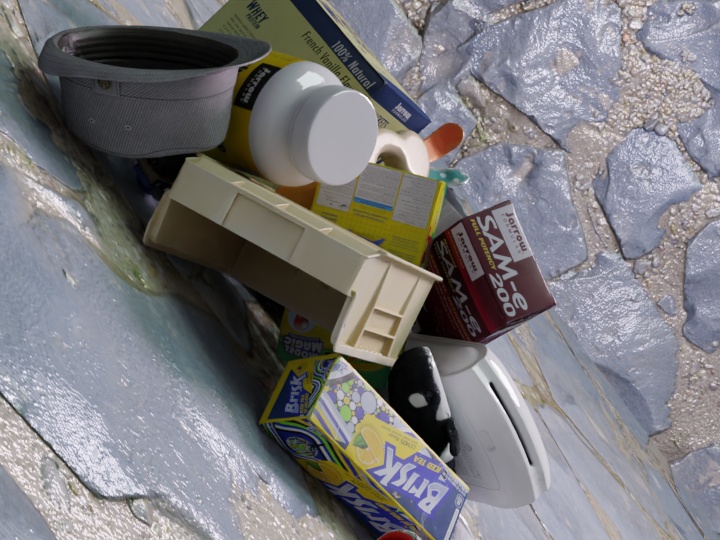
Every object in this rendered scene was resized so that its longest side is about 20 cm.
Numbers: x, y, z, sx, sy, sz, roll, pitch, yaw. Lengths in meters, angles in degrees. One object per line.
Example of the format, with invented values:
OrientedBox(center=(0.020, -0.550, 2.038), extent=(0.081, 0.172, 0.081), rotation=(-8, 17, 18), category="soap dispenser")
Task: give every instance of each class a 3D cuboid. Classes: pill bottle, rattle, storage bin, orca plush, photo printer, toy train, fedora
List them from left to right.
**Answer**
OrientedBox(center=(-0.177, -0.149, 1.579), extent=(0.177, 0.199, 0.091), rotation=(-60, 154, -68), category="fedora")
OrientedBox(center=(-0.164, -0.082, 1.725), extent=(0.034, 0.046, 0.200), rotation=(58, 10, 15), category="toy train")
OrientedBox(center=(-0.082, -0.139, 1.656), extent=(0.200, 0.113, 0.112), rotation=(20, -16, 43), category="pill bottle")
OrientedBox(center=(-0.056, -0.007, 1.608), extent=(0.200, 0.094, 0.198), rotation=(29, 2, 20), category="storage bin")
OrientedBox(center=(0.009, -0.082, 1.862), extent=(0.130, 0.143, 0.200), rotation=(51, 36, -11), category="rattle")
OrientedBox(center=(0.041, 0.140, 1.669), extent=(0.200, 0.071, 0.105), rotation=(83, -15, -68), category="orca plush")
OrientedBox(center=(0.092, 0.142, 1.772), extent=(0.200, 0.069, 0.167), rotation=(4, -54, 58), category="photo printer")

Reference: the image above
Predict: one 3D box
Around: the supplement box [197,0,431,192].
OrientedBox(center=(-0.077, -0.171, 1.902), extent=(0.200, 0.200, 0.134), rotation=(51, 9, 24), category="supplement box")

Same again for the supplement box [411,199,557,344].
OrientedBox(center=(0.103, 0.017, 1.770), extent=(0.109, 0.061, 0.200), rotation=(66, -24, 7), category="supplement box")

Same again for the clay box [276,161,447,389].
OrientedBox(center=(0.000, 0.000, 1.725), extent=(0.115, 0.201, 0.048), rotation=(16, 3, 10), category="clay box")

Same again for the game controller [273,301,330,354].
OrientedBox(center=(-0.059, 0.040, 1.849), extent=(0.200, 0.042, 0.104), rotation=(51, -3, -20), category="game controller")

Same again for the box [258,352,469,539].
OrientedBox(center=(0.006, 0.160, 1.583), extent=(0.200, 0.064, 0.070), rotation=(47, 52, -31), category="box")

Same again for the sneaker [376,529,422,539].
OrientedBox(center=(0.059, 0.290, 1.485), extent=(0.108, 0.067, 0.202), rotation=(47, 9, -30), category="sneaker")

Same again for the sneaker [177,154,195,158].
OrientedBox(center=(-0.188, -0.146, 1.742), extent=(0.083, 0.071, 0.200), rotation=(54, 5, 34), category="sneaker")

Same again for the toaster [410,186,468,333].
OrientedBox(center=(0.074, 0.002, 1.929), extent=(0.200, 0.129, 0.114), rotation=(51, -12, 1), category="toaster")

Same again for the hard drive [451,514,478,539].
OrientedBox(center=(0.047, 0.217, 1.734), extent=(0.200, 0.038, 0.140), rotation=(52, 11, -7), category="hard drive")
